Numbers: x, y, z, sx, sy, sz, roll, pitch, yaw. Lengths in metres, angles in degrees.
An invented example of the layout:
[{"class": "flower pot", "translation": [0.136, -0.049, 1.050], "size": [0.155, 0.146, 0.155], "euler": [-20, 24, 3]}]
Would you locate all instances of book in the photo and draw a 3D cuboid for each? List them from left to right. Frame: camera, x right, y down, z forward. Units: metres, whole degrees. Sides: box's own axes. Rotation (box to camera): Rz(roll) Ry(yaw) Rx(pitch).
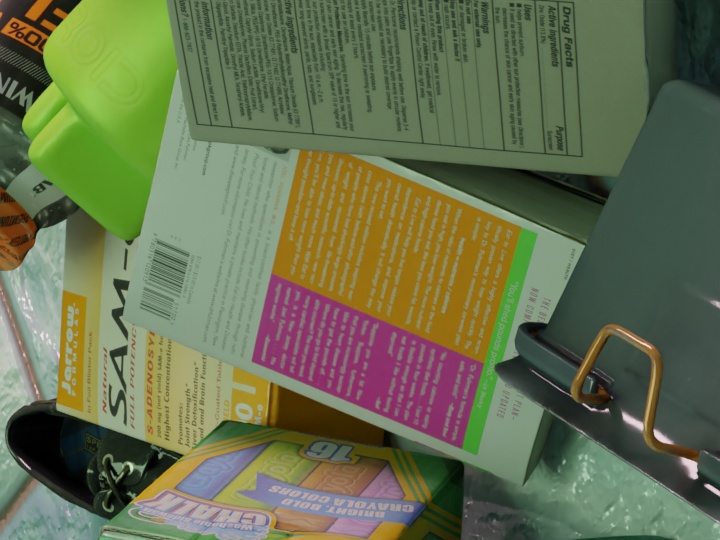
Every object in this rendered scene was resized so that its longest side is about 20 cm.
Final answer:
[{"class": "book", "translation": [0.000, 0.000, 1.271], "size": [0.199, 0.048, 0.134], "euler": [23, 120, 12]}]

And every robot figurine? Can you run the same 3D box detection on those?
[{"class": "robot figurine", "translation": [-0.067, -0.110, 1.358], "size": [0.200, 0.116, 0.176], "euler": [-46, 20, 7]}]

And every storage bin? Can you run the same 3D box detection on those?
[{"class": "storage bin", "translation": [0.157, 0.016, 1.081], "size": [0.200, 0.145, 0.135], "euler": [32, 107, 49]}]

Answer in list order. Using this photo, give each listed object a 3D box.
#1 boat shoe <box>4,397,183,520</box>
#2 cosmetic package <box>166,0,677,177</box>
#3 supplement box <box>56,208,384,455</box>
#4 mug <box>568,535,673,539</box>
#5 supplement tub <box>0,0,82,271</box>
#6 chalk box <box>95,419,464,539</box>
[{"class": "boat shoe", "translation": [-0.119, 0.109, 1.524], "size": [0.200, 0.056, 0.069], "euler": [17, 105, 53]}, {"class": "cosmetic package", "translation": [0.027, -0.104, 1.182], "size": [0.071, 0.199, 0.105], "euler": [-71, -18, -45]}, {"class": "supplement box", "translation": [-0.071, 0.025, 1.438], "size": [0.200, 0.073, 0.127], "euler": [12, 100, 54]}, {"class": "mug", "translation": [0.089, 0.181, 1.188], "size": [0.185, 0.114, 0.152], "euler": [-45, 56, 46]}, {"class": "supplement tub", "translation": [-0.167, -0.108, 1.458], "size": [0.122, 0.122, 0.200], "euler": [-3, 55, 54]}, {"class": "chalk box", "translation": [-0.041, 0.160, 1.255], "size": [0.123, 0.200, 0.125], "euler": [9, 109, 15]}]
